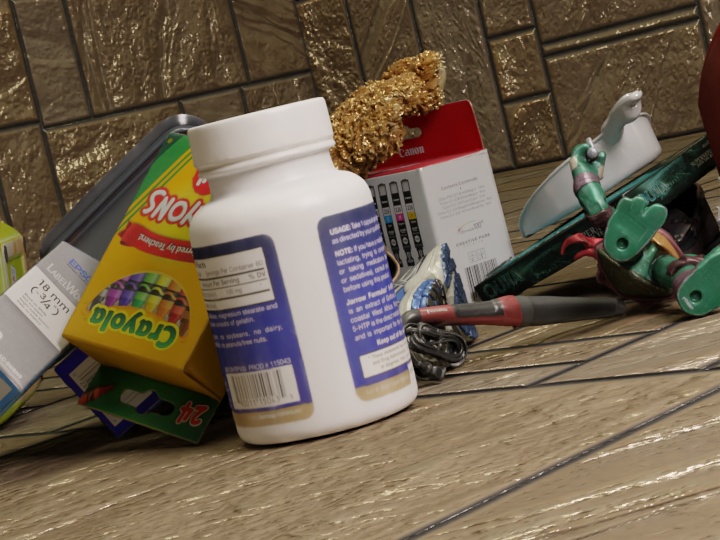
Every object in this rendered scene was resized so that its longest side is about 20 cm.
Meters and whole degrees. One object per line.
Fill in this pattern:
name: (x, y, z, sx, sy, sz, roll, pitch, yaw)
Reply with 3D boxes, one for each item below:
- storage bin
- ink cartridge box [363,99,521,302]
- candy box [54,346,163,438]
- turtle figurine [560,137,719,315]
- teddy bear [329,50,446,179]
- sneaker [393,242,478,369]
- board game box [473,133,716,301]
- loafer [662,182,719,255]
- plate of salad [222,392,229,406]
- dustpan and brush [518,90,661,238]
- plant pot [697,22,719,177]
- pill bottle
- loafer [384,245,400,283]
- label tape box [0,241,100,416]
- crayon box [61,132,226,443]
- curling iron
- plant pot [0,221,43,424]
storage bin: (-0.166, -0.007, 1.739, 0.200, 0.145, 0.135, -42, 36, 13)
ink cartridge box: (0.030, -0.046, 1.747, 0.084, 0.177, 0.200, -18, 6, -37)
candy box: (-0.131, 0.033, 1.508, 0.169, 0.077, 0.200, -42, 1, 5)
turtle figurine: (0.211, -0.023, 1.414, 0.149, 0.101, 0.200, 18, 10, 0)
teddy bear: (-0.006, -0.121, 1.706, 0.200, 0.067, 0.145, -41, 20, -2)
sneaker: (0.031, 0.032, 1.445, 0.085, 0.077, 0.200, -17, 3, 12)
board game box: (0.195, -0.040, 1.619, 0.135, 0.028, 0.200, -34, 0, -40)
loafer: (0.243, -0.027, 1.585, 0.072, 0.063, 0.200, -11, 5, 24)
plate of salad: (-0.055, 0.049, 1.422, 0.200, 0.048, 0.200, -42, 1, 0)
dustpan and brush: (0.202, -0.099, 1.622, 0.139, 0.057, 0.200, -32, -1, -17)
plant pot: (0.357, -0.103, 1.471, 0.199, 0.201, 0.176, -14, -6, -15)
pill bottle: (-0.042, -0.002, 1.250, 0.119, 0.201, 0.120, -13, 4, 1)
loafer: (0.000, 0.000, 1.544, 0.063, 0.072, 0.200, -2, -32, 21)
label tape box: (-0.249, 0.052, 1.439, 0.144, 0.063, 0.200, -41, 5, 36)
crayon box: (-0.119, 0.008, 1.351, 0.127, 0.201, 0.051, 12, -21, 40)
curling iron: (0.104, 0.038, 1.364, 0.199, 0.050, 0.026, -10, 3, -36)
plant pot: (-0.379, 0.052, 1.716, 0.180, 0.200, 0.200, -7, 4, -2)
